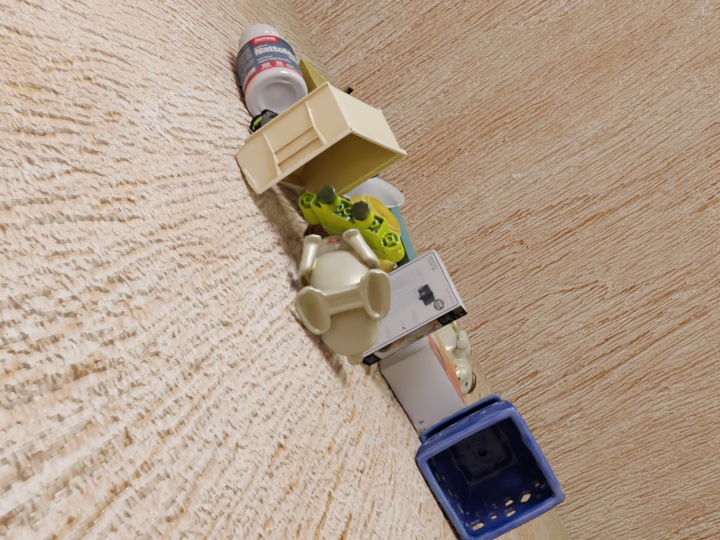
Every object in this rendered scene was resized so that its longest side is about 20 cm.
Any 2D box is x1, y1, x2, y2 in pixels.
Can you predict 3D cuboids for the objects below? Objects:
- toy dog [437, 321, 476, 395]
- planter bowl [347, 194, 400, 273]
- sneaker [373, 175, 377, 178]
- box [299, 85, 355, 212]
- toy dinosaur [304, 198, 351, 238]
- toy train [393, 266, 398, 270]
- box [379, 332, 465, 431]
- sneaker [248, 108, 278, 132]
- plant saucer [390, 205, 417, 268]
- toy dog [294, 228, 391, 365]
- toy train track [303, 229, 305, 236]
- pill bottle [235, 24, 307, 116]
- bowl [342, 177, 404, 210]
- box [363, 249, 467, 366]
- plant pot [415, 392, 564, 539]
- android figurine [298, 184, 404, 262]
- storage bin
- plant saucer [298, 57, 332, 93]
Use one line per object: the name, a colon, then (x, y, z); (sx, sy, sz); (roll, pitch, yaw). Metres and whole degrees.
toy dog: (0.178, 0.199, 2.019); (0.194, 0.139, 0.201); (110, -37, -50)
planter bowl: (0.018, -0.085, 1.728); (0.200, 0.083, 0.201); (41, 19, -17)
sneaker: (-0.053, -0.228, 1.885); (0.078, 0.198, 0.071); (-76, -178, -60)
box: (-0.059, -0.213, 1.633); (0.021, 0.164, 0.201); (28, -33, 23)
toy dinosaur: (-0.028, -0.038, 1.563); (0.086, 0.135, 0.201); (9, -52, 54)
toy train: (0.057, 0.064, 1.749); (0.086, 0.113, 0.200); (58, 9, -20)
box: (0.113, 0.184, 1.739); (0.153, 0.106, 0.200); (59, 9, -20)
sneaker: (-0.163, -0.233, 1.582); (0.082, 0.071, 0.200); (34, 21, -18)
plant saucer: (0.079, -0.050, 1.775); (0.201, 0.019, 0.070); (-105, -158, -54)
toy dog: (-0.021, 0.023, 1.362); (0.200, 0.139, 0.195); (-106, 173, -57)
toy train track: (-0.067, -0.057, 1.662); (0.115, 0.032, 0.200); (57, 10, -33)
pill bottle: (-0.178, -0.387, 1.732); (0.120, 0.119, 0.201); (53, 12, -46)
bowl: (-0.013, -0.141, 1.910); (0.200, 0.091, 0.201); (15, 23, -7)
box: (0.068, 0.065, 1.535); (0.117, 0.199, 0.060); (64, 9, 23)
plant pot: (0.224, 0.348, 1.620); (0.201, 0.199, 0.180); (60, 3, -6)
android figurine: (-0.012, -0.068, 1.418); (0.181, 0.041, 0.200); (26, -14, 15)
storage bin: (-0.063, -0.188, 1.426); (0.200, 0.198, 0.094); (6, 56, -64)
plant saucer: (-0.055, -0.305, 1.802); (0.201, 0.048, 0.200); (64, 15, 23)
